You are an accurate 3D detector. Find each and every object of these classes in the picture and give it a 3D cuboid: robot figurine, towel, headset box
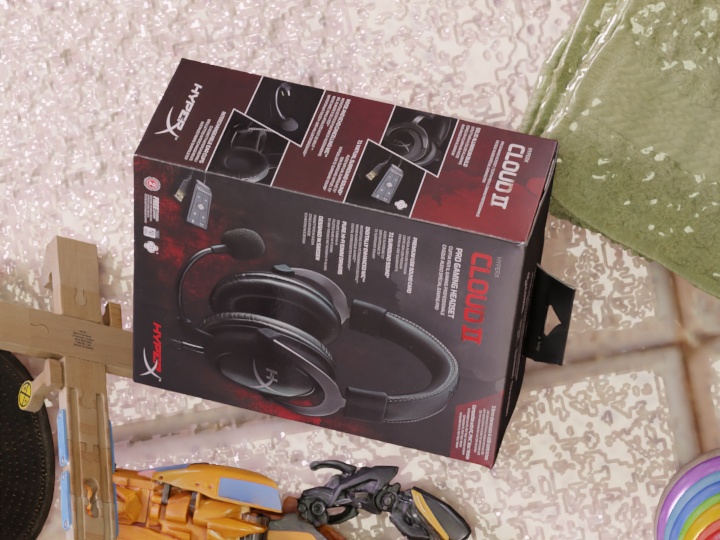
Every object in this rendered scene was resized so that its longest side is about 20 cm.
[{"bbox_3d":[-0.042,0.160,1.256,0.199,0.058,0.146,8,95,9],"label":"robot figurine"},{"bbox_3d":[0.176,-0.059,1.193,0.200,0.037,0.149,25,111,-6],"label":"towel"},{"bbox_3d":[0.000,0.000,1.198,0.199,0.077,0.149,14,135,8],"label":"headset box"}]

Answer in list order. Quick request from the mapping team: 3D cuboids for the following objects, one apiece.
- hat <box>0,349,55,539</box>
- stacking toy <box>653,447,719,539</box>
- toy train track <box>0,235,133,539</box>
[{"bbox_3d":[-0.234,0.108,1.226,0.200,0.081,0.201,-8,117,-16],"label":"hat"},{"bbox_3d":[0.168,0.129,1.151,0.085,0.200,0.086,0,92,9],"label":"stacking toy"},{"bbox_3d":[-0.137,0.077,1.238,0.033,0.114,0.200,-43,44,42],"label":"toy train track"}]
